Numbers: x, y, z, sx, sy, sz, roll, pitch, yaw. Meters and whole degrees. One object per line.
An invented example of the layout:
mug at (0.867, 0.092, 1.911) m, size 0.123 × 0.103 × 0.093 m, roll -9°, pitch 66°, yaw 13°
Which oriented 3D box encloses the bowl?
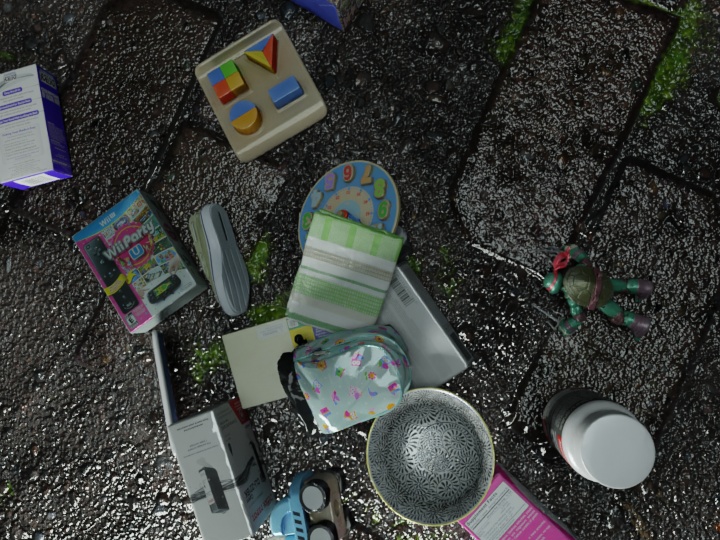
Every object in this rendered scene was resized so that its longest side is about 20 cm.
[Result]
bowl at (0.118, 0.290, 0.908) m, size 0.199 × 0.094 × 0.203 m, roll -5°, pitch 76°, yaw 19°

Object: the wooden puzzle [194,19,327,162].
wooden puzzle at (-0.181, -0.323, 1.015) m, size 0.184 × 0.046 × 0.201 m, roll -29°, pitch 84°, yaw 4°

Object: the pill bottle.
pill bottle at (0.344, 0.242, 0.841) m, size 0.113 × 0.200 × 0.115 m, roll 0°, pitch 86°, yaw 7°

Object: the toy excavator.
toy excavator at (-0.115, 0.438, 0.946) m, size 0.198 × 0.100 × 0.197 m, roll -14°, pitch 83°, yaw 19°

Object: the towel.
towel at (-0.027, 0.012, 0.907) m, size 0.148 × 0.031 × 0.201 m, roll 18°, pitch 117°, yaw -3°

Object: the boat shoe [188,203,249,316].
boat shoe at (-0.247, -0.015, 1.001) m, size 0.062 × 0.072 × 0.202 m, roll -20°, pitch 80°, yaw 30°

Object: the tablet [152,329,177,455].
tablet at (-0.326, 0.201, 0.960) m, size 0.014 × 0.130 × 0.202 m, roll -11°, pitch 85°, yaw -17°

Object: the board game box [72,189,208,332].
board game box at (-0.385, -0.015, 1.004) m, size 0.147 × 0.064 × 0.201 m, roll -35°, pitch 82°, yaw 3°

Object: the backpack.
backpack at (-0.015, 0.170, 0.892) m, size 0.198 × 0.127 × 0.168 m, roll -22°, pitch 103°, yaw 11°

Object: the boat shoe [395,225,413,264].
boat shoe at (0.000, 0.000, 0.966) m, size 0.199 × 0.069 × 0.057 m, roll -32°, pitch 123°, yaw 6°

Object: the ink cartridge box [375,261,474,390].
ink cartridge box at (0.064, 0.116, 0.963) m, size 0.173 × 0.043 × 0.201 m, roll -39°, pitch 82°, yaw 28°

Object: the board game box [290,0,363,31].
board game box at (-0.046, -0.556, 0.987) m, size 0.159 × 0.097 × 0.201 m, roll 33°, pitch 91°, yaw 7°

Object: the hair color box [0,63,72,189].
hair color box at (-0.611, -0.262, 1.052) m, size 0.108 × 0.065 × 0.202 m, roll -12°, pitch 87°, yaw 6°

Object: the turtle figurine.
turtle figurine at (0.357, 0.036, 0.909) m, size 0.198 × 0.101 × 0.151 m, roll 16°, pitch 88°, yaw 2°

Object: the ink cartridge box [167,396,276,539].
ink cartridge box at (-0.220, 0.323, 0.930) m, size 0.083 × 0.144 × 0.202 m, roll -20°, pitch 85°, yaw 4°

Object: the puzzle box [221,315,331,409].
puzzle box at (-0.126, 0.148, 0.984) m, size 0.198 × 0.025 × 0.134 m, roll -16°, pitch 90°, yaw 5°

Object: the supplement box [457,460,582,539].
supplement box at (0.253, 0.407, 0.892) m, size 0.200 × 0.101 × 0.103 m, roll 43°, pitch 92°, yaw 8°

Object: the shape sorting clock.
shape sorting clock at (-0.024, -0.090, 0.951) m, size 0.198 × 0.039 × 0.202 m, roll -8°, pitch 75°, yaw 30°
